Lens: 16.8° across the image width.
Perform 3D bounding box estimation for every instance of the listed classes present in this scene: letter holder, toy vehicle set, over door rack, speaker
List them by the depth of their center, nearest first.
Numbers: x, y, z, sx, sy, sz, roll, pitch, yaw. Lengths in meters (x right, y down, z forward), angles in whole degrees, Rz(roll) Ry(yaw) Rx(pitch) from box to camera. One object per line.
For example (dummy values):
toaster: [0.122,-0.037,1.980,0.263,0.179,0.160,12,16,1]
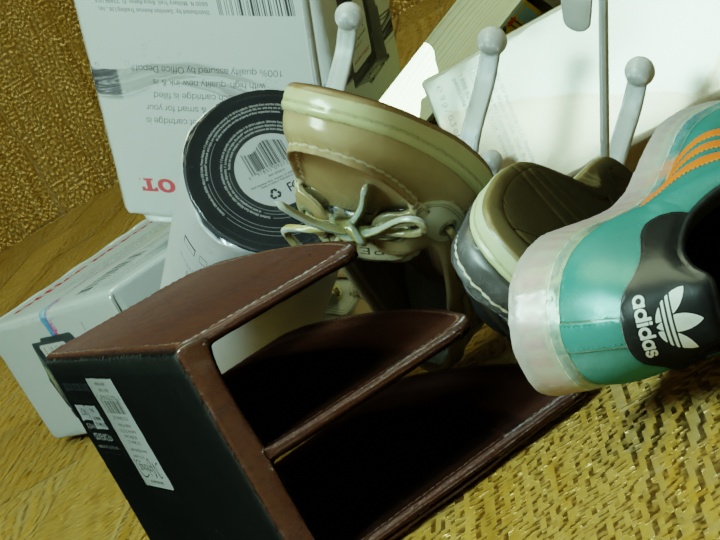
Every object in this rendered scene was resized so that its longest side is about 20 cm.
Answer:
letter holder: [-0.018,0.039,0.951,0.142,0.101,0.200,-32,8,-19]
over door rack: [0.046,-0.092,1.035,0.148,0.200,0.067,12,63,16]
speaker: [-0.051,-0.001,1.113,0.081,0.081,0.200,-35,-15,-21]
toy vehicle set: [0.066,-0.094,1.280,0.124,0.027,0.200,-52,-15,8]

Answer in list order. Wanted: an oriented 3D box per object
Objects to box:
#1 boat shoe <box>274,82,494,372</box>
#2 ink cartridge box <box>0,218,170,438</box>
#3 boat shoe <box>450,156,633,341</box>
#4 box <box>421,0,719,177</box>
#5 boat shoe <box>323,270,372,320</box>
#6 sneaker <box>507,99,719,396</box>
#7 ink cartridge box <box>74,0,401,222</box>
boat shoe: [0.017,-0.015,0.979,0.073,0.200,0.063,17,77,28]
ink cartridge box: [-0.107,0.020,1.405,0.146,0.083,0.200,-36,10,-27]
boat shoe: [0.073,0.001,0.939,0.066,0.072,0.201,-42,-8,19]
box: [0.141,-0.096,1.138,0.200,0.078,0.095,-28,-14,25]
boat shoe: [0.000,0.000,1.207,0.074,0.066,0.200,-37,10,-31]
sneaker: [0.131,-0.011,0.854,0.080,0.071,0.200,-6,20,35]
ink cartridge box: [-0.064,-0.128,1.276,0.145,0.200,0.083,5,34,25]
